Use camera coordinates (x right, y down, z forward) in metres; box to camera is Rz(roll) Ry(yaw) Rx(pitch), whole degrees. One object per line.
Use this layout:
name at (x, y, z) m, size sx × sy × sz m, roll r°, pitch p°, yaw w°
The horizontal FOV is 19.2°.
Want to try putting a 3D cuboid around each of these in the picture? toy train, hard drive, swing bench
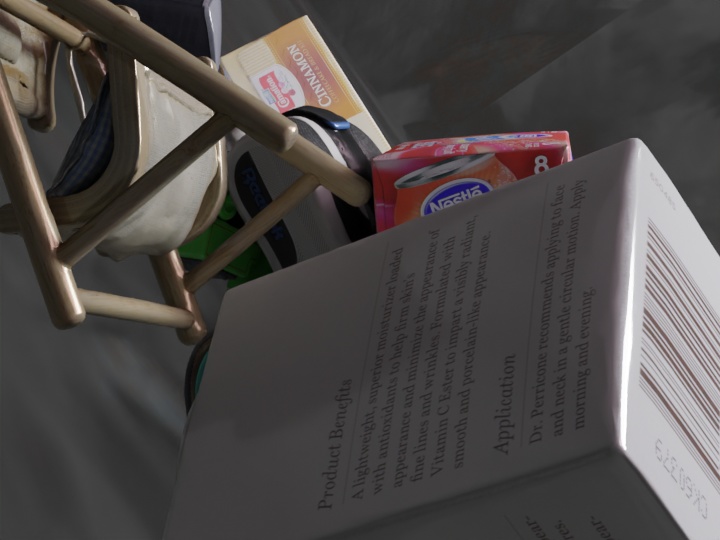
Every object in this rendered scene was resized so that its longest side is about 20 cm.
toy train at (-0.050, -0.005, 1.259) m, size 0.200 × 0.042 × 0.057 m, roll 27°, pitch 72°, yaw -57°
hard drive at (-0.144, -0.174, 1.233) m, size 0.134 × 0.043 × 0.200 m, roll 11°, pitch 23°, yaw -13°
swing bench at (-0.115, -0.084, 0.973) m, size 0.200 × 0.130 × 0.199 m, roll 52°, pitch 6°, yaw 11°

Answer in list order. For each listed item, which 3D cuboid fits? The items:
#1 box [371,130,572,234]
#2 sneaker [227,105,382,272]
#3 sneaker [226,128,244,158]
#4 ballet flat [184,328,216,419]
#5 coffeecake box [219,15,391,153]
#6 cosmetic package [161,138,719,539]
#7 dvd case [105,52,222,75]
box at (0.065, -0.021, 1.119) m, size 0.200 × 0.099 × 0.096 m, roll -43°, pitch 129°, yaw -82°
sneaker at (0.000, 0.000, 1.217) m, size 0.112 × 0.073 × 0.201 m, roll -38°, pitch 112°, yaw -58°
sneaker at (-0.061, -0.038, 1.324) m, size 0.075 × 0.086 × 0.200 m, roll 57°, pitch 5°, yaw 19°
ballet flat at (-0.022, 0.105, 0.979) m, size 0.201 × 0.073 × 0.073 m, roll 61°, pitch 5°, yaw -16°
coffeecake box at (-0.027, -0.061, 1.518) m, size 0.154 × 0.073 × 0.200 m, roll 59°, pitch -10°, yaw 21°
cosmetic package at (0.054, 0.086, 0.831) m, size 0.165 × 0.199 × 0.165 m, roll 51°, pitch 33°, yaw -32°
dvd case at (-0.115, -0.117, 1.350) m, size 0.142 × 0.018 × 0.200 m, roll 29°, pitch -11°, yaw 35°
